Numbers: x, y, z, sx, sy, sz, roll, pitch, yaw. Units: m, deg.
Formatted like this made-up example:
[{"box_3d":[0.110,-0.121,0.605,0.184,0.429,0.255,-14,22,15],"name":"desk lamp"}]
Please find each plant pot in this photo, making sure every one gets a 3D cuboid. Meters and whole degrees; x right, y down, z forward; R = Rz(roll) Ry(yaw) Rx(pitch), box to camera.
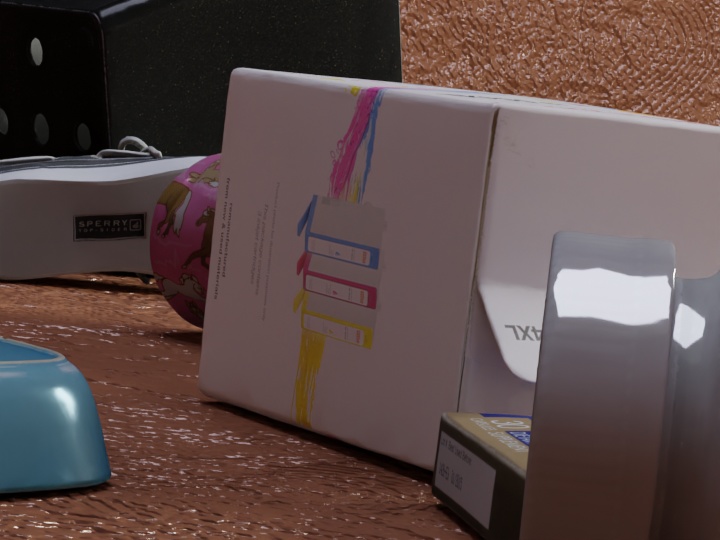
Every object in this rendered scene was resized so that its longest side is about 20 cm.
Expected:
[{"box_3d":[-0.104,-0.092,1.552,0.177,0.201,0.199,-11,15,-37],"name":"plant pot"}]

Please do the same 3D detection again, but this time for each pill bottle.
[{"box_3d":[0.141,0.046,0.691,0.199,0.110,0.110,7,5,4],"name":"pill bottle"}]

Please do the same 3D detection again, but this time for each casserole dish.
[{"box_3d":[-0.162,0.038,0.818,0.121,0.039,0.199,12,7,43],"name":"casserole dish"}]

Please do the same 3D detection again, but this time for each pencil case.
[{"box_3d":[0.000,0.000,1.194,0.086,0.083,0.199,-13,17,-42],"name":"pencil case"}]

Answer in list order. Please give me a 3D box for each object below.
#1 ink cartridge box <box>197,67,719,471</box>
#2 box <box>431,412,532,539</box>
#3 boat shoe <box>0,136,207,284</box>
[{"box_3d":[0.049,0.001,0.990,0.128,0.126,0.200,3,5,-33],"name":"ink cartridge box"},{"box_3d":[0.131,0.072,0.839,0.199,0.033,0.121,6,5,-12],"name":"box"},{"box_3d":[-0.113,-0.028,1.420,0.198,0.074,0.068,-4,22,-14],"name":"boat shoe"}]
